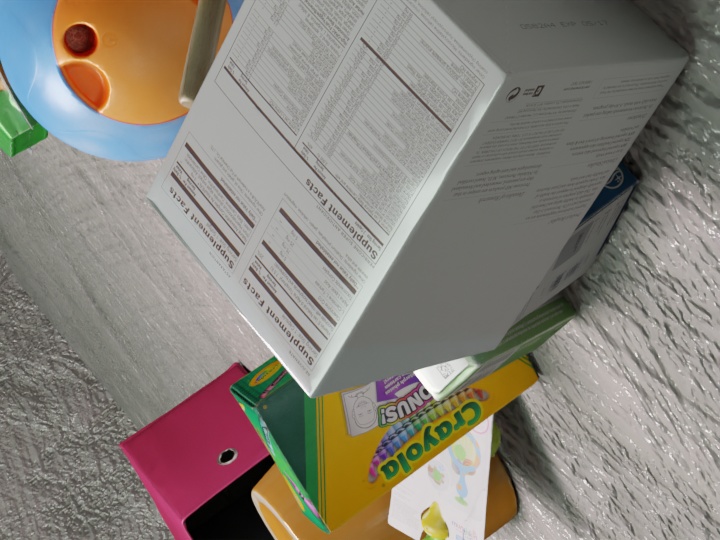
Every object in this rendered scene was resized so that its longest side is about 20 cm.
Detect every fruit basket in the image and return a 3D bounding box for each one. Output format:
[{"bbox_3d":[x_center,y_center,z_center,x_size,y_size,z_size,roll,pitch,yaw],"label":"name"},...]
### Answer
[{"bbox_3d":[-0.485,-0.262,2.395,0.201,0.093,0.185,65,166,6],"label":"fruit basket"}]

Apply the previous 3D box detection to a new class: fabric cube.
[{"bbox_3d":[-0.155,0.277,2.287,0.199,0.196,0.201,39,159,51],"label":"fabric cube"}]

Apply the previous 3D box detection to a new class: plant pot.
[{"bbox_3d":[0.009,0.196,1.614,0.200,0.183,0.200,50,164,20],"label":"plant pot"}]

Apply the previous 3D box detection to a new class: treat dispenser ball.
[{"bbox_3d":[-0.168,-0.182,1.317,0.201,0.200,0.201,50,164,19],"label":"treat dispenser ball"}]

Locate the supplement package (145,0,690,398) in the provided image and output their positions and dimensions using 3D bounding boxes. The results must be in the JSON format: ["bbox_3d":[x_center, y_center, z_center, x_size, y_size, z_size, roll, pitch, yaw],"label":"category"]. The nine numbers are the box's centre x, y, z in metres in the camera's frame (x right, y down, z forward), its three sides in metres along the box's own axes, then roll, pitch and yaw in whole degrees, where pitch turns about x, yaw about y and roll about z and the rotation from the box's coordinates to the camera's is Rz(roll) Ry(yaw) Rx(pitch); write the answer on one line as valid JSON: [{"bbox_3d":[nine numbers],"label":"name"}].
[{"bbox_3d":[0.024,-0.069,0.885,0.151,0.151,0.200,48,126,25],"label":"supplement package"}]

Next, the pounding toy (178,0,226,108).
[{"bbox_3d":[-0.090,-0.233,0.995,0.200,0.184,0.142,44,162,36],"label":"pounding toy"}]

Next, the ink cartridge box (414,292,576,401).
[{"bbox_3d":[0.035,-0.020,1.159,0.048,0.145,0.200,-44,77,32],"label":"ink cartridge box"}]

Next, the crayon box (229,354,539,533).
[{"bbox_3d":[0.019,0.083,1.305,0.119,0.200,0.058,61,165,-22],"label":"crayon box"}]

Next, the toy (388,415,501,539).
[{"bbox_3d":[0.079,0.139,1.469,0.115,0.047,0.201,26,118,44],"label":"toy"}]

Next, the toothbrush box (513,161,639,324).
[{"bbox_3d":[0.058,-0.079,1.058,0.200,0.085,0.147,51,165,14],"label":"toothbrush box"}]
